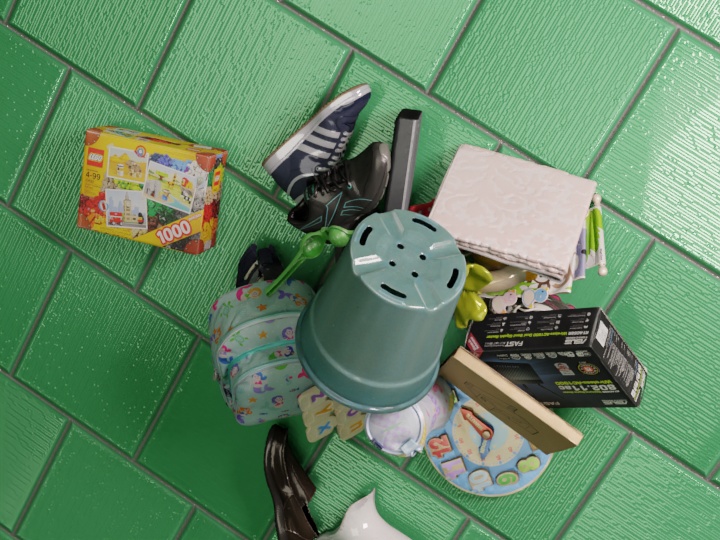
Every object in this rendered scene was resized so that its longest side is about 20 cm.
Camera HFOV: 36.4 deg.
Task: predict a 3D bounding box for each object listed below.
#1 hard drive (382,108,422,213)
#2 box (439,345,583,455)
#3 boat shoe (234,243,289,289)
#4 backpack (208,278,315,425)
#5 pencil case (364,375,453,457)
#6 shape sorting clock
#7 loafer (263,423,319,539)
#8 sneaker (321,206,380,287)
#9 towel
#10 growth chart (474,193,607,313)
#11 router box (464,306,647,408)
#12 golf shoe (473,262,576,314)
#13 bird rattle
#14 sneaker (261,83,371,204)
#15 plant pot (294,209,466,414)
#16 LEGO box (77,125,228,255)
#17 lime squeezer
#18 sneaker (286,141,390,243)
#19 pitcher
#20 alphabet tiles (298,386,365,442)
[{"bbox_3d":[0.054,-0.116,1.505,0.032,0.140,0.203,8,104,4],"label":"hard drive"},{"bbox_3d":[0.197,0.180,1.495,0.199,0.164,0.021,35,76,4],"label":"box"},{"bbox_3d":[-0.161,0.050,1.641,0.201,0.074,0.093,-59,40,36],"label":"boat shoe"},{"bbox_3d":[-0.126,0.112,1.544,0.175,0.151,0.202,-11,134,-7],"label":"backpack"},{"bbox_3d":[0.072,0.194,1.504,0.090,0.200,0.084,38,103,10],"label":"pencil case"},{"bbox_3d":[0.186,0.234,1.599,0.197,0.039,0.203,3,103,14],"label":"shape sorting clock"},{"bbox_3d":[-0.102,0.328,1.683,0.070,0.073,0.203,-8,105,6],"label":"loafer"},{"bbox_3d":[0.000,0.000,1.576,0.081,0.073,0.202,30,118,22],"label":"sneaker"},{"bbox_3d":[0.201,-0.082,1.461,0.198,0.192,0.032,18,139,10],"label":"towel"},{"bbox_3d":[0.244,-0.018,1.502,0.198,0.018,0.146,-15,57,18],"label":"growth chart"},{"bbox_3d":[0.257,0.120,1.453,0.198,0.063,0.150,-6,141,40],"label":"router box"},{"bbox_3d":[0.211,0.046,1.528,0.198,0.088,0.078,20,104,10],"label":"golf shoe"},{"bbox_3d":[0.157,-0.024,1.497,0.161,0.201,0.113,-10,134,1],"label":"bird rattle"},{"bbox_3d":[-0.039,-0.169,1.554,0.199,0.070,0.109,-38,87,24],"label":"sneaker"},{"bbox_3d":[0.033,0.042,1.367,0.199,0.201,0.197,30,141,6],"label":"plant pot"},{"bbox_3d":[-0.309,-0.121,1.630,0.197,0.077,0.151,12,105,12],"label":"LEGO box"},{"bbox_3d":[-0.044,-0.032,1.473,0.198,0.071,0.038,-22,120,14],"label":"lime squeezer"},{"bbox_3d":[-0.028,-0.104,1.471,0.078,0.076,0.200,16,139,-25],"label":"sneaker"},{"bbox_3d":[0.025,0.456,1.658,0.201,0.121,0.172,51,129,10],"label":"pitcher"},{"bbox_3d":[0.000,0.164,1.560,0.194,0.201,0.015,-28,52,-16],"label":"alphabet tiles"}]
